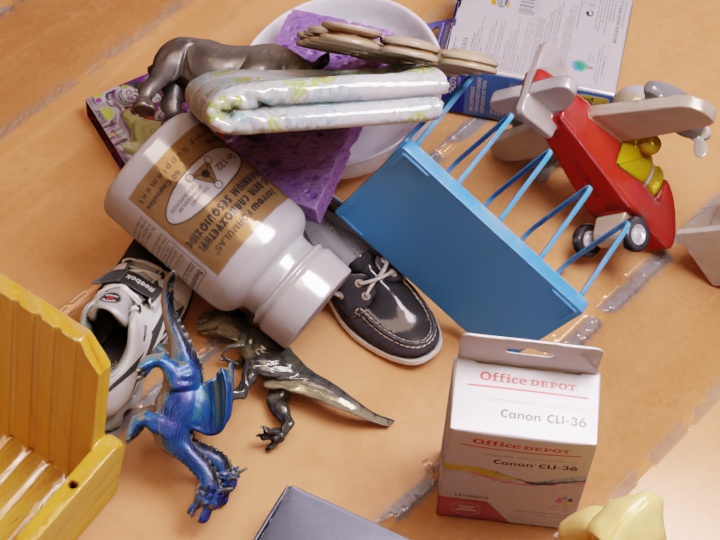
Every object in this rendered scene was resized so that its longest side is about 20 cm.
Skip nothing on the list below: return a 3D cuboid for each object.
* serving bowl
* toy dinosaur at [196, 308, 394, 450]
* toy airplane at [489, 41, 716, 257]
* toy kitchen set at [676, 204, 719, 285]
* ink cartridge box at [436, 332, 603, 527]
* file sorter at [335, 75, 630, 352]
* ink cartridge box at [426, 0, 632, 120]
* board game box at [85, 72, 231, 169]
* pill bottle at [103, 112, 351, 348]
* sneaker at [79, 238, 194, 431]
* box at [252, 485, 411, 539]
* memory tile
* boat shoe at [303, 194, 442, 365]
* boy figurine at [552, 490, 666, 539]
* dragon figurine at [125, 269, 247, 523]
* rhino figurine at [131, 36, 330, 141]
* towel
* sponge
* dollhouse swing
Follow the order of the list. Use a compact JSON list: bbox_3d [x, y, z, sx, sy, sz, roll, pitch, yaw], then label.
[{"bbox_3d":[-0.017,-0.164,1.556,0.200,0.066,0.201,-5,60,8],"label":"serving bowl"},{"bbox_3d":[-0.075,0.098,1.408,0.200,0.048,0.088,33,56,15],"label":"toy dinosaur"},{"bbox_3d":[0.213,-0.125,1.467,0.200,0.199,0.141,31,58,19],"label":"toy airplane"},{"bbox_3d":[0.400,-0.074,1.468,0.163,0.200,0.181,-7,44,46],"label":"toy kitchen set"},{"bbox_3d":[0.124,0.130,1.297,0.116,0.200,0.068,5,57,3],"label":"ink cartridge box"},{"bbox_3d":[0.110,-0.047,1.411,0.200,0.139,0.123,42,58,-5],"label":"file sorter"},{"bbox_3d":[0.155,-0.216,1.596,0.200,0.076,0.137,12,57,5],"label":"ink cartridge box"},{"bbox_3d":[-0.164,-0.109,1.551,0.120,0.032,0.200,-24,61,-20],"label":"board game box"},{"bbox_3d":[-0.111,-0.031,1.406,0.200,0.114,0.114,41,63,2],"label":"pill bottle"},{"bbox_3d":[-0.197,0.033,1.411,0.074,0.089,0.200,12,62,10],"label":"sneaker"},{"bbox_3d":[-0.007,0.279,1.287,0.200,0.051,0.158,24,59,14],"label":"box"},{"bbox_3d":[0.027,-0.187,1.390,0.153,0.200,0.017,10,95,-10],"label":"memory tile"},{"bbox_3d":[0.000,0.000,1.462,0.074,0.060,0.200,-30,62,-18],"label":"boat shoe"},{"bbox_3d":[0.196,0.230,1.235,0.064,0.200,0.124,-36,68,-22],"label":"boy figurine"},{"bbox_3d":[-0.133,0.102,1.345,0.099,0.059,0.201,11,94,3],"label":"dragon figurine"},{"bbox_3d":[-0.098,-0.166,1.467,0.199,0.060,0.088,6,65,7],"label":"rhino figurine"},{"bbox_3d":[-0.039,-0.144,1.354,0.199,0.171,0.048,-5,99,-11],"label":"towel"},{"bbox_3d":[-0.050,-0.144,1.497,0.111,0.030,0.200,15,64,20],"label":"sponge"},{"bbox_3d":[-0.311,0.124,1.309,0.200,0.176,0.182,31,61,17],"label":"dollhouse swing"}]
